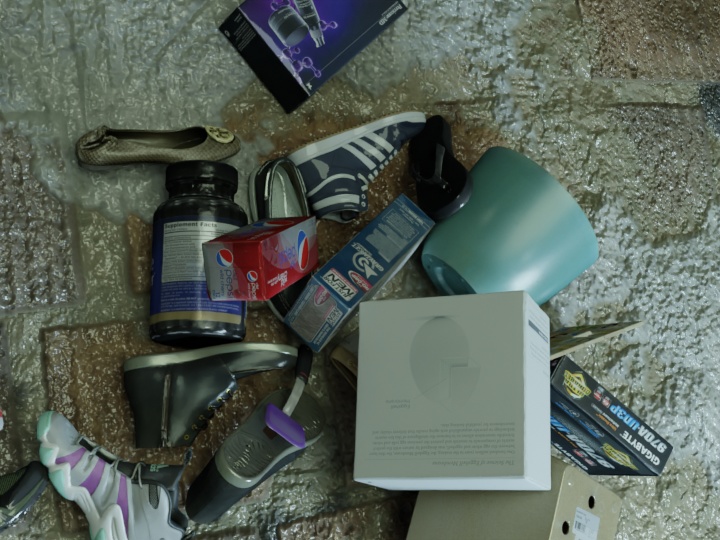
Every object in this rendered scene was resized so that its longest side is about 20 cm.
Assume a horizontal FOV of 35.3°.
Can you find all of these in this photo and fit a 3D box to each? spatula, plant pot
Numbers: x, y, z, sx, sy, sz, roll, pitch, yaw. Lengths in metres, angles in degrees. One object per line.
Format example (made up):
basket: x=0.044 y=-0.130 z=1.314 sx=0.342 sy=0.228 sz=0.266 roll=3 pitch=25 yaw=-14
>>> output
spatula: x=-0.074 y=0.139 z=1.303 sx=0.056 sy=0.021 sz=0.201 roll=38 pitch=26 yaw=-13
plant pot: x=0.191 y=0.307 z=1.341 sx=0.199 sy=0.176 sz=0.202 roll=34 pitch=65 yaw=-40
plant pot: x=0.174 y=-0.027 z=1.434 sx=0.161 sy=0.200 sz=0.201 roll=-43 pitch=99 yaw=-13

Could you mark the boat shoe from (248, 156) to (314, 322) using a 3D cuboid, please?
boat shoe: x=-0.091 y=-0.037 z=1.373 sx=0.075 sy=0.060 sz=0.203 roll=-13 pitch=87 yaw=-32

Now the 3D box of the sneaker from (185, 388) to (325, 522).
sneaker: x=-0.124 y=0.209 z=1.303 sx=0.075 sy=0.106 sz=0.199 roll=49 pitch=33 yaw=9

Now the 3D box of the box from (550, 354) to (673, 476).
box: x=0.279 y=0.189 z=1.452 sx=0.199 sy=0.159 sz=0.046 roll=39 pitch=68 yaw=-14

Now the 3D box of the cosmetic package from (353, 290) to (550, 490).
cosmetic package: x=0.105 y=0.141 z=1.267 sx=0.123 sy=0.197 sz=0.203 roll=38 pitch=52 yaw=-61

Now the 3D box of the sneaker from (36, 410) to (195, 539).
sneaker: x=-0.247 y=0.215 z=1.212 sx=0.139 sy=0.078 sz=0.202 roll=-28 pitch=102 yaw=3

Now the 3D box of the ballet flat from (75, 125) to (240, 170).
ballet flat: x=-0.234 y=-0.151 z=1.325 sx=0.197 sy=0.067 sz=0.047 roll=-6 pitch=118 yaw=-23

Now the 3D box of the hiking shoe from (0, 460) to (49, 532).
hiking shoe: x=-0.417 y=0.235 z=1.152 sx=0.199 sy=0.076 sz=0.102 roll=-29 pitch=96 yaw=-27

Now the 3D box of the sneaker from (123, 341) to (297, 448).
sneaker: x=-0.164 y=0.142 z=1.284 sx=0.197 sy=0.075 sz=0.108 roll=-7 pitch=82 yaw=-6

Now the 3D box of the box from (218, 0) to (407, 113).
box: x=-0.058 y=-0.321 z=1.442 sx=0.200 sy=0.079 sz=0.142 roll=-45 pitch=103 yaw=-26

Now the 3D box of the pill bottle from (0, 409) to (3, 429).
pill bottle: x=-0.439 y=0.077 z=1.152 sx=0.113 sy=0.114 sz=0.203 roll=-10 pitch=84 yaw=-27

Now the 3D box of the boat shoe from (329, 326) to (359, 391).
boat shoe: x=0.029 y=0.169 z=1.390 sx=0.069 sy=0.074 sz=0.201 roll=-32 pitch=89 yaw=-20

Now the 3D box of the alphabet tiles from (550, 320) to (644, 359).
alphabet tiles: x=0.235 y=0.098 z=1.445 sx=0.198 sy=0.167 sz=0.008 roll=-16 pitch=92 yaw=-27

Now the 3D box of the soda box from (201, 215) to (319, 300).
soda box: x=-0.104 y=-0.016 z=1.245 sx=0.069 sy=0.200 sz=0.064 roll=-1 pitch=100 yaw=15

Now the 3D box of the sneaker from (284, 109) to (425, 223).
sneaker: x=0.010 y=-0.129 z=1.437 sx=0.198 sy=0.070 sz=0.110 roll=-22 pitch=86 yaw=-23

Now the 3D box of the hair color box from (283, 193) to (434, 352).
hair color box: x=0.000 y=0.000 z=1.357 sx=0.060 sy=0.100 sz=0.200 roll=41 pitch=47 yaw=5

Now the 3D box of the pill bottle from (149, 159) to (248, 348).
pill bottle: x=-0.184 y=-0.018 z=1.297 sx=0.110 sy=0.112 sz=0.203 roll=5 pitch=77 yaw=-25

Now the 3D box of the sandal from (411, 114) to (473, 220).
sandal: x=0.090 y=-0.133 z=1.434 sx=0.043 sy=0.076 sz=0.201 roll=38 pitch=22 yaw=-31
